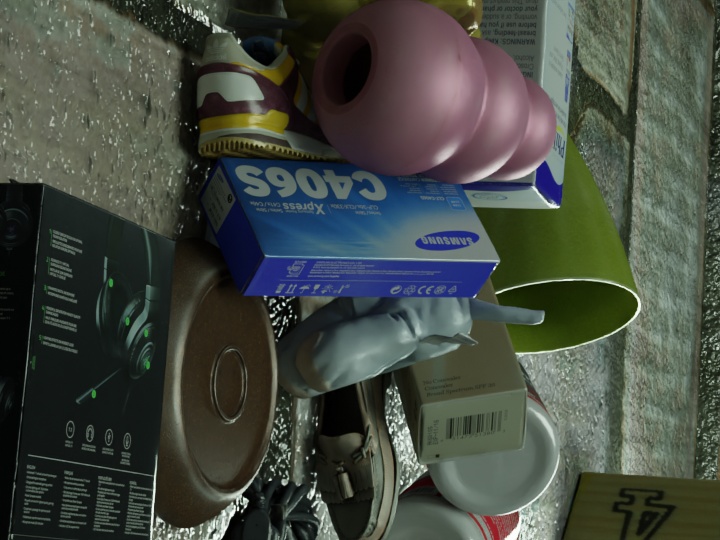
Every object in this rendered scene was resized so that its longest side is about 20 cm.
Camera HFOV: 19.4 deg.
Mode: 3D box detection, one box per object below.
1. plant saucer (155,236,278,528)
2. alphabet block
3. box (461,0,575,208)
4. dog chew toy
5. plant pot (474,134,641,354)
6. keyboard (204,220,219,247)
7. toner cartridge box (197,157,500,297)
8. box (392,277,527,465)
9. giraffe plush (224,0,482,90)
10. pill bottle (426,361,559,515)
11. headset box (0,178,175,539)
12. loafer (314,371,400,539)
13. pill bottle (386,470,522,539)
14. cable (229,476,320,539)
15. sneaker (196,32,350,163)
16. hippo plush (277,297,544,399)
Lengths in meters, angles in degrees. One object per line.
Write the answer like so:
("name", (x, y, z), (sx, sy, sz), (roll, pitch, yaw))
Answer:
("plant saucer", (-0.103, 0.077, 1.449), (0.200, 0.034, 0.201), (1, 90, -67))
("alphabet block", (0.365, 0.385, 2.634), (0.197, 0.200, 0.196), (-65, 150, -50))
("box", (0.074, -0.158, 1.740), (0.105, 0.184, 0.200), (31, 63, -71))
("dog chew toy", (0.062, -0.118, 1.510), (0.200, 0.124, 0.125), (15, 75, -41))
("plant pot", (0.169, -0.044, 2.089), (0.187, 0.187, 0.200), (51, 29, -63))
("keyboard", (-0.103, 0.009, 1.503), (0.056, 0.011, 0.200), (41, 53, -60))
("toner cartridge box", (-0.007, -0.029, 1.492), (0.043, 0.200, 0.095), (-57, -134, 39))
("box", (0.071, 0.058, 1.764), (0.078, 0.095, 0.200), (89, -12, -45))
("giraffe plush", (-0.009, -0.236, 1.580), (0.200, 0.173, 0.162), (15, 58, -30))
("pill bottle", (0.103, 0.128, 1.879), (0.200, 0.116, 0.116), (-112, -164, -71))
("headset box", (-0.180, 0.051, 1.142), (0.174, 0.093, 0.200), (25, 68, -70))
("loafer", (-0.012, 0.125, 1.712), (0.063, 0.072, 0.200), (22, 64, -53))
("pill bottle", (0.081, 0.237, 1.908), (0.200, 0.112, 0.113), (-27, 117, -69))
("cable", (-0.071, 0.256, 1.575), (0.163, 0.051, 0.200), (45, 46, -72))
("sneaker", (-0.056, -0.121, 1.520), (0.200, 0.075, 0.090), (5, 82, -71))
("hippo plush", (0.000, 0.000, 1.608), (0.159, 0.200, 0.161), (-15, 86, -38))
